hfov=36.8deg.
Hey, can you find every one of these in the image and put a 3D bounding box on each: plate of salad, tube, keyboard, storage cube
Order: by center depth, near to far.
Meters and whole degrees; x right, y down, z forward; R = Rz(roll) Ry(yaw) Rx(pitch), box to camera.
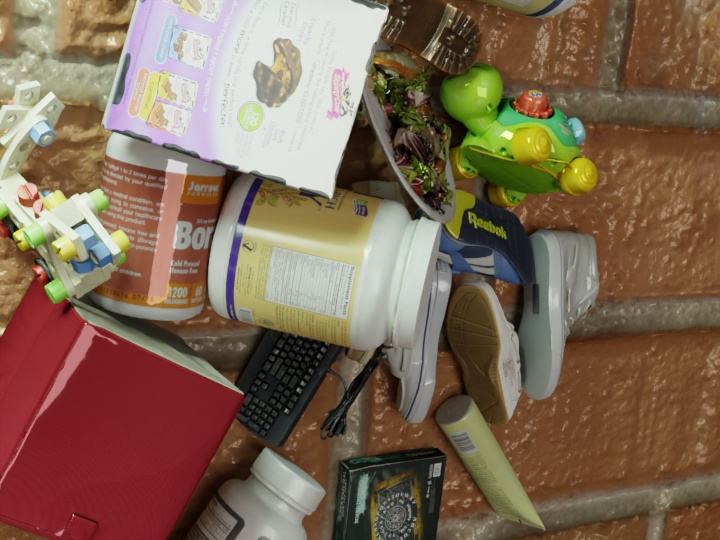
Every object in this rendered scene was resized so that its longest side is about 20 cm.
[{"bbox_3d":[-0.244,0.132,0.982,0.199,0.171,0.181,31,88,-33],"label":"storage cube"},{"bbox_3d":[0.056,-0.144,1.065,0.048,0.201,0.201,-22,123,21],"label":"plate of salad"},{"bbox_3d":[-0.044,0.098,1.124,0.126,0.021,0.201,31,101,0],"label":"keyboard"},{"bbox_3d":[0.156,0.239,1.313,0.051,0.058,0.201,-27,115,8],"label":"tube"}]

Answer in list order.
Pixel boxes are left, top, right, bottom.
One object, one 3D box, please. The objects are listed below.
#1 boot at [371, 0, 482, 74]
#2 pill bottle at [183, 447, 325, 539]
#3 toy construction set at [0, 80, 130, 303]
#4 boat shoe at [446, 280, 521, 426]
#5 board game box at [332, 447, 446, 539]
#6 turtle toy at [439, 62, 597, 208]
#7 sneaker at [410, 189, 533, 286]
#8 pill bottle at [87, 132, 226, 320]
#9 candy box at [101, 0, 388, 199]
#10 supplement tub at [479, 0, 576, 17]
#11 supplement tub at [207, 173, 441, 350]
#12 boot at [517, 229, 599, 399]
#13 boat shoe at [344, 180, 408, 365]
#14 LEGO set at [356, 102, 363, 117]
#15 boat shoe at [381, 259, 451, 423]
[{"bbox_3d":[0.025,-0.261,1.044,0.199,0.107,0.075,30,97,-49],"label":"boot"},{"bbox_3d":[-0.126,0.291,1.135,0.110,0.110,0.201,39,84,-33],"label":"pill bottle"},{"bbox_3d":[-0.268,-0.058,0.922,0.091,0.201,0.132,-21,152,-19],"label":"toy construction set"},{"bbox_3d":[0.151,0.086,1.263,0.069,0.070,0.202,-44,135,-38],"label":"boat shoe"},{"bbox_3d":[0.030,0.314,1.281,0.134,0.028,0.203,-2,106,-29],"label":"board game box"},{"bbox_3d":[0.161,-0.147,1.165,0.199,0.145,0.102,27,69,-34],"label":"turtle toy"},{"bbox_3d":[0.125,-0.031,1.210,0.199,0.082,0.075,27,54,-44],"label":"sneaker"},{"bbox_3d":[-0.183,-0.064,0.992,0.111,0.112,0.203,4,103,-31],"label":"pill bottle"},{"bbox_3d":[-0.097,-0.170,0.905,0.198,0.071,0.170,17,94,-17],"label":"candy box"},{"bbox_3d":[0.127,-0.342,1.070,0.198,0.144,0.146,8,101,-31],"label":"supplement tub"},{"bbox_3d":[-0.032,-0.007,1.031,0.197,0.145,0.147,12,101,7],"label":"supplement tub"},{"bbox_3d":[0.244,0.052,1.294,0.095,0.073,0.203,-2,99,-30],"label":"boot"},{"bbox_3d":[0.000,0.000,1.152,0.068,0.074,0.203,9,102,-8],"label":"boat shoe"},{"bbox_3d":[-0.061,-0.206,1.017,0.152,0.116,0.203,-8,109,-28],"label":"LEGO set"},{"bbox_3d":[0.051,0.076,1.199,0.066,0.074,0.202,4,113,-8],"label":"boat shoe"}]
